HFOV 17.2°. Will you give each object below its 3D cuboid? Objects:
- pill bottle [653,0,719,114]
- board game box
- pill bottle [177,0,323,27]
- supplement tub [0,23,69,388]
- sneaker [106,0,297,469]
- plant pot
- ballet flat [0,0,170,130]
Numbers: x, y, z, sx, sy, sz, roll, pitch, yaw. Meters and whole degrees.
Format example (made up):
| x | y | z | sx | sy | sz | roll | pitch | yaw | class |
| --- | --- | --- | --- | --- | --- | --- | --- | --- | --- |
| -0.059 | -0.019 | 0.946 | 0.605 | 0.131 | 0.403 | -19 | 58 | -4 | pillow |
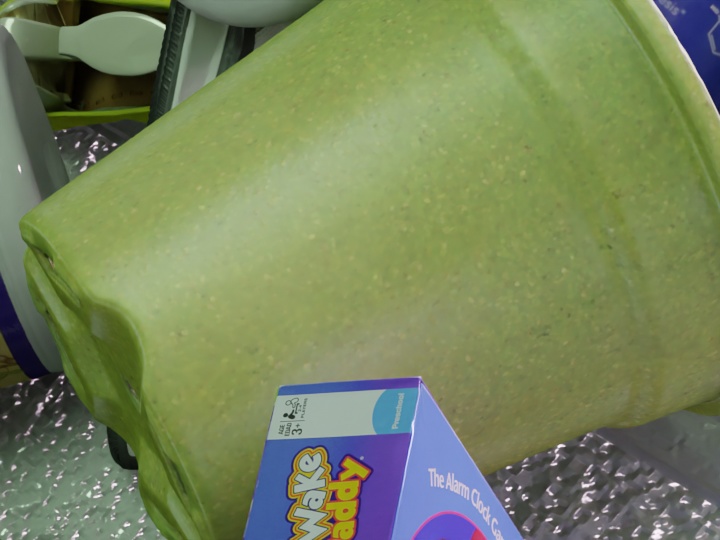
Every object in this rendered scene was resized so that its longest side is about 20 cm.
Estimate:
| x | y | z | sx | sy | sz | roll | pitch | yaw | class |
| --- | --- | --- | --- | --- | --- | --- | --- | --- | --- |
| 0.132 | -0.122 | 0.891 | 0.119 | 0.120 | 0.200 | 28 | 70 | 39 | pill bottle |
| 0.022 | 0.142 | 0.685 | 0.045 | 0.200 | 0.135 | -4 | 52 | 24 | board game box |
| 0.008 | -0.165 | 0.881 | 0.112 | 0.113 | 0.200 | 13 | 26 | 33 | pill bottle |
| -0.215 | -0.006 | 0.935 | 0.199 | 0.146 | 0.146 | -17 | 48 | 0 | supplement tub |
| -0.030 | -0.014 | 0.906 | 0.115 | 0.076 | 0.202 | 12 | 96 | -9 | sneaker |
| 0.000 | 0.000 | 0.758 | 0.184 | 0.201 | 0.200 | -29 | 46 | -15 | plant pot |
| -0.114 | -0.092 | 1.002 | 0.199 | 0.067 | 0.067 | 5 | 91 | 39 | ballet flat |
